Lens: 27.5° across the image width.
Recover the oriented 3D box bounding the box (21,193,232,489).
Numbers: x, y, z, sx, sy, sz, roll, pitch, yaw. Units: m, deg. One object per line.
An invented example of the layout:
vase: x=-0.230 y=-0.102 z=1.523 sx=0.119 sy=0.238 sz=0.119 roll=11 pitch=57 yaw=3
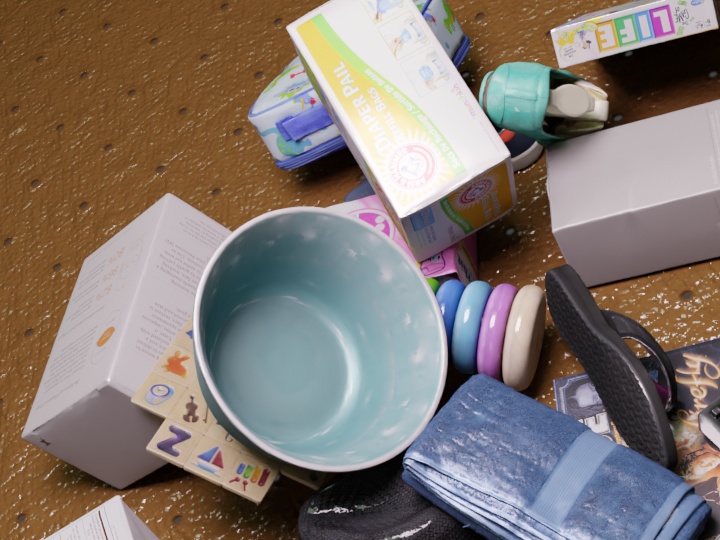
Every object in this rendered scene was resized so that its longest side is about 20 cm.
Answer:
box: x=-0.188 y=0.063 z=1.278 sx=0.152 sy=0.106 sz=0.201 roll=-31 pitch=36 yaw=43

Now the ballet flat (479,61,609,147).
ballet flat: x=0.168 y=-0.135 z=1.231 sx=0.070 sy=0.200 sz=0.068 roll=13 pitch=98 yaw=27

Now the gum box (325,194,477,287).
gum box: x=0.000 y=0.000 z=1.296 sx=0.199 sy=0.066 sz=0.114 roll=-14 pitch=46 yaw=18

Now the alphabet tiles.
alphabet tiles: x=-0.079 y=0.092 z=1.178 sx=0.166 sy=0.006 sz=0.200 roll=23 pitch=48 yaw=11

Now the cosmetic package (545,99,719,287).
cosmetic package: x=0.257 y=-0.067 z=1.204 sx=0.199 sy=0.090 sz=0.107 roll=-15 pitch=46 yaw=21

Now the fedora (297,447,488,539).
fedora: x=0.027 y=0.190 z=1.096 sx=0.200 sy=0.092 sz=0.201 roll=-15 pitch=46 yaw=16

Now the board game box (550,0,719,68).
board game box: x=0.250 y=-0.220 z=1.294 sx=0.134 sy=0.034 sz=0.200 roll=-12 pitch=9 yaw=19

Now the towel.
towel: x=0.133 y=0.149 z=1.018 sx=0.200 sy=0.049 sz=0.112 roll=27 pitch=55 yaw=26

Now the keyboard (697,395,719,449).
keyboard: x=0.342 y=0.129 z=1.006 sx=0.127 sy=0.021 sz=0.200 roll=-34 pitch=54 yaw=-16

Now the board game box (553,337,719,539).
board game box: x=0.218 y=0.152 z=1.068 sx=0.135 sy=0.035 sz=0.201 roll=-16 pitch=46 yaw=16

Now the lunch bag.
lunch bag: x=-0.002 y=-0.178 z=1.396 sx=0.199 sy=0.083 sz=0.161 roll=-23 pitch=20 yaw=28

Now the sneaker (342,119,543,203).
sneaker: x=0.064 y=-0.109 z=1.345 sx=0.199 sy=0.085 sz=0.075 roll=-27 pitch=44 yaw=5

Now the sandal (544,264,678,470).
sandal: x=0.195 y=0.062 z=1.087 sx=0.048 sy=0.076 sz=0.201 roll=-16 pitch=43 yaw=-9

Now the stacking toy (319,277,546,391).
stacking toy: x=0.045 y=0.039 z=1.189 sx=0.199 sy=0.086 sz=0.086 roll=9 pitch=56 yaw=14

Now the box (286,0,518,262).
box: x=0.036 y=-0.126 z=1.211 sx=0.101 sy=0.113 sz=0.200 roll=-30 pitch=70 yaw=-1

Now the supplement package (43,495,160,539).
supplement package: x=-0.195 y=0.306 z=1.046 sx=0.200 sy=0.191 sz=0.147 roll=-31 pitch=43 yaw=0

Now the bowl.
bowl: x=-0.046 y=0.063 z=1.109 sx=0.201 sy=0.200 sz=0.105 roll=-62 pitch=13 yaw=-28
